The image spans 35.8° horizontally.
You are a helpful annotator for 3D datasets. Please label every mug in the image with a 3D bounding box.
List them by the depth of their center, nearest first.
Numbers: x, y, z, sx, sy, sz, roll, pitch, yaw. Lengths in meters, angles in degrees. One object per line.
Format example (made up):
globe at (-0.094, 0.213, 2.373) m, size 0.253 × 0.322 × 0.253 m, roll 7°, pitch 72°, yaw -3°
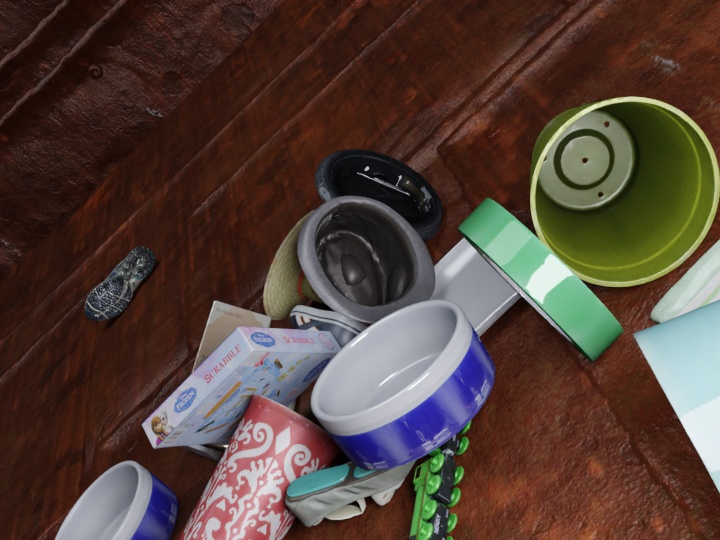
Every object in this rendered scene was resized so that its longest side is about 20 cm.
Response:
mug at (-0.122, 0.283, 1.399) m, size 0.133 × 0.178 × 0.201 m, roll 22°, pitch 72°, yaw 25°

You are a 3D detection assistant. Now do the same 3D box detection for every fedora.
fedora at (0.000, 0.000, 1.502) m, size 0.176 × 0.200 × 0.090 m, roll -28°, pitch -18°, yaw -26°
fedora at (0.018, -0.088, 1.646) m, size 0.201 × 0.199 × 0.092 m, roll -77°, pitch 9°, yaw -48°

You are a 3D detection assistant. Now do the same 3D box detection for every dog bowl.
dog bowl at (0.047, 0.126, 1.249) m, size 0.199 × 0.079 × 0.200 m, roll -30°, pitch 20°, yaw 13°
dog bowl at (-0.364, 0.386, 1.644) m, size 0.200 × 0.079 × 0.201 m, roll -36°, pitch 27°, yaw 22°

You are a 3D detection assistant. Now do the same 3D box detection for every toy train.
toy train at (0.082, 0.230, 1.211) m, size 0.056 × 0.042 × 0.201 m, roll -39°, pitch 24°, yaw 39°

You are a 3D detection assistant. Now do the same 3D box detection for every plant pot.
plant pot at (0.326, 0.101, 0.841) m, size 0.160 × 0.201 × 0.201 m, roll -28°, pitch 28°, yaw 11°
plant pot at (0.273, -0.107, 1.251) m, size 0.200 × 0.200 × 0.193 m, roll -42°, pitch 13°, yaw 10°

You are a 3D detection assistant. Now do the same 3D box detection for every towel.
towel at (0.378, 0.023, 1.060) m, size 0.153 × 0.023 × 0.200 m, roll -47°, pitch 25°, yaw 2°

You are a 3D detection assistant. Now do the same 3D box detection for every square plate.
square plate at (0.137, 0.031, 1.428) m, size 0.198 × 0.028 × 0.200 m, roll -44°, pitch 25°, yaw 6°

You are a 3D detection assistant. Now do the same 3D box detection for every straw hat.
straw hat at (-0.054, 0.008, 1.680) m, size 0.085 × 0.201 × 0.202 m, roll 28°, pitch 72°, yaw 21°

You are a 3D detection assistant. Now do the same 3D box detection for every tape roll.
tape roll at (0.188, 0.010, 1.171) m, size 0.048 × 0.200 × 0.201 m, roll -45°, pitch 25°, yaw 4°

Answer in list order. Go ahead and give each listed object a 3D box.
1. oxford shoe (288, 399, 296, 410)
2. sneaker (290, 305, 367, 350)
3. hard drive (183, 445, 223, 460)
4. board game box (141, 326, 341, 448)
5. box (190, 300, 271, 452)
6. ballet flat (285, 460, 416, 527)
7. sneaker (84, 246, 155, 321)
oxford shoe at (-0.126, 0.168, 1.613) m, size 0.075 × 0.058 × 0.201 m, roll -27°, pitch 33°, yaw 34°
sneaker at (-0.060, 0.099, 1.582) m, size 0.080 × 0.078 × 0.200 m, roll -65°, pitch 20°, yaw -9°
hard drive at (-0.197, 0.195, 1.721) m, size 0.201 × 0.026 × 0.132 m, roll -56°, pitch 26°, yaw -19°
board game box at (-0.149, 0.152, 1.443) m, size 0.200 × 0.199 × 0.041 m, roll -44°, pitch 65°, yaw 21°
box at (-0.200, 0.156, 1.618) m, size 0.078 × 0.094 × 0.201 m, roll 119°, pitch 165°, yaw -74°
ballet flat at (0.002, 0.247, 1.288) m, size 0.199 × 0.064 × 0.067 m, roll -26°, pitch 16°, yaw 29°
sneaker at (-0.529, 0.036, 2.451) m, size 0.200 × 0.078 × 0.086 m, roll -48°, pitch 12°, yaw -19°
